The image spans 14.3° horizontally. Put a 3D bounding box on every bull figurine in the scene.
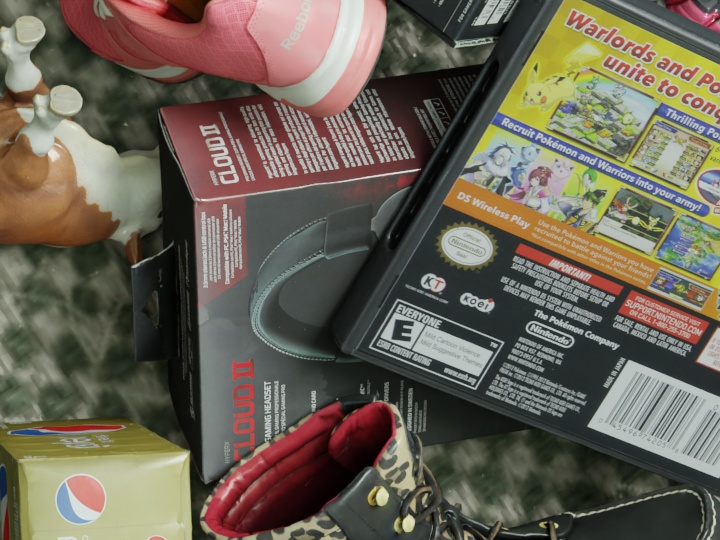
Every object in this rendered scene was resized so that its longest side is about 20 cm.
[{"bbox_3d":[-0.165,-0.055,1.197,0.199,0.122,0.065,4,54,-6],"label":"bull figurine"}]

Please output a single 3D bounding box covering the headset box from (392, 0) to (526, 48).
[{"bbox_3d":[0.023,-0.217,1.138,0.200,0.093,0.174,38,113,18],"label":"headset box"}]

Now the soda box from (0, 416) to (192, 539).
[{"bbox_3d":[-0.113,0.098,1.162,0.068,0.200,0.064,-2,92,-12],"label":"soda box"}]

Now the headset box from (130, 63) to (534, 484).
[{"bbox_3d":[0.000,0.000,1.215,0.199,0.077,0.149,-9,126,-13],"label":"headset box"}]

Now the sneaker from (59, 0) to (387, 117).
[{"bbox_3d":[-0.075,-0.119,1.167,0.087,0.200,0.074,22,87,-39],"label":"sneaker"}]

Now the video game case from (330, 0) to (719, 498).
[{"bbox_3d":[0.116,-0.012,1.177,0.200,0.026,0.181,22,111,-25],"label":"video game case"}]

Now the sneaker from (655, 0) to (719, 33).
[{"bbox_3d":[0.195,-0.104,1.276,0.200,0.075,0.081,1,52,-38],"label":"sneaker"}]

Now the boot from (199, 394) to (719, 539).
[{"bbox_3d":[0.045,0.114,1.209,0.200,0.073,0.151,-24,127,20],"label":"boot"}]
